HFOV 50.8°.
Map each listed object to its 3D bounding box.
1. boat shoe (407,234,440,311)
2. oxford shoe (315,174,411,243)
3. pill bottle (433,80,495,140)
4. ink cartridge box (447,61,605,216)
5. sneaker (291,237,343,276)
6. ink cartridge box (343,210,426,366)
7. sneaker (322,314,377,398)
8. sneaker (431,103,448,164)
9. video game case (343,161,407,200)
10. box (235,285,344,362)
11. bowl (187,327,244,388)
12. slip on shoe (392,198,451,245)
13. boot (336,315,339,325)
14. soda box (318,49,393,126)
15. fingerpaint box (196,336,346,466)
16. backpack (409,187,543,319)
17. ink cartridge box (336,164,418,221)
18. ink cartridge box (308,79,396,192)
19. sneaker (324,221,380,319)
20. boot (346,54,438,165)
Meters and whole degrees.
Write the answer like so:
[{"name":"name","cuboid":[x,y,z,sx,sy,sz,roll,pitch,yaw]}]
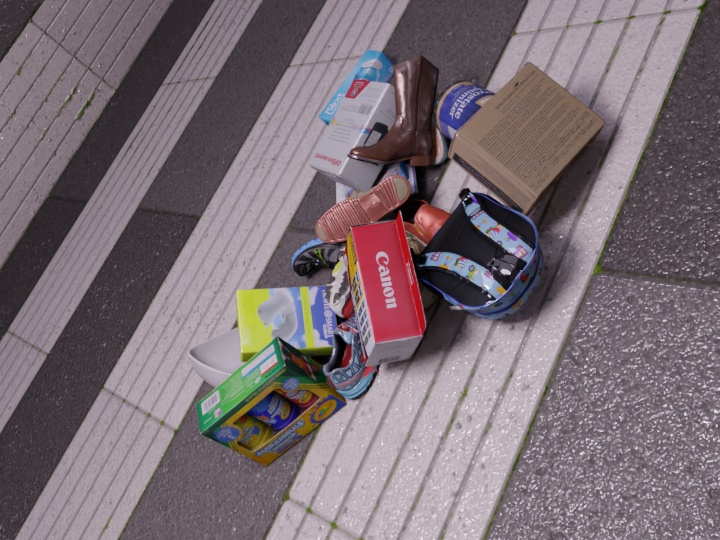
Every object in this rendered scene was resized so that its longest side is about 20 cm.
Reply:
[{"name":"boat shoe","cuboid":[0.083,-0.011,1.348,0.073,0.063,0.202,-38,38,16]},{"name":"oxford shoe","cuboid":[0.009,-0.110,1.405,0.198,0.071,0.074,-26,3,12]},{"name":"pill bottle","cuboid":[0.226,-0.264,1.370,0.112,0.112,0.200,-48,38,3]},{"name":"ink cartridge box","cuboid":[0.264,-0.209,1.210,0.164,0.075,0.200,41,69,12]},{"name":"sneaker","cuboid":[-0.063,-0.028,1.493,0.198,0.070,0.084,-27,86,38]},{"name":"ink cartridge box","cuboid":[0.035,0.030,1.220,0.083,0.176,0.203,-9,69,-10]},{"name":"sneaker","cuboid":[-0.001,0.114,1.306,0.079,0.095,0.202,1,61,45]},{"name":"sneaker","cuboid":[0.139,-0.294,1.520,0.071,0.079,0.202,-42,58,36]},{"name":"video game case","cuboid":[0.023,-0.218,1.547,0.142,0.018,0.202,-31,42,23]},{"name":"box","cuboid":[-0.120,0.093,1.357,0.048,0.197,0.123,113,151,-61]},{"name":"bowl","cuboid":[-0.205,0.172,1.429,0.198,0.076,0.199,-21,24,-36]},{"name":"slip on shoe","cuboid":[0.126,-0.086,1.370,0.074,0.061,0.199,-53,39,-6]},{"name":"boot","cuboid":[-0.125,0.069,1.491,0.197,0.138,0.079,13,97,11]},{"name":"soda box","cuboid":[-0.006,-0.413,1.762,0.201,0.064,0.068,-56,38,-5]},{"name":"fingerpaint box","cuboid":[-0.153,0.231,1.308,0.199,0.167,0.074,-39,41,14]},{"name":"backpack","cuboid":[0.200,-0.010,1.172,0.183,0.134,0.200,-52,37,-2]},{"name":"ink cartridge box","cuboid":[0.037,-0.172,1.543,0.199,0.041,0.201,-28,43,27]},{"name":"ink cartridge box","cuboid":[0.000,-0.268,1.507,0.145,0.082,0.202,28,89,56]},{"name":"sneaker","cuboid":[0.000,0.000,1.392,0.076,0.085,0.201,4,55,42]},{"name":"boot","cuboid":[0.062,-0.300,1.413,0.064,0.184,0.203,22,112,57]}]
